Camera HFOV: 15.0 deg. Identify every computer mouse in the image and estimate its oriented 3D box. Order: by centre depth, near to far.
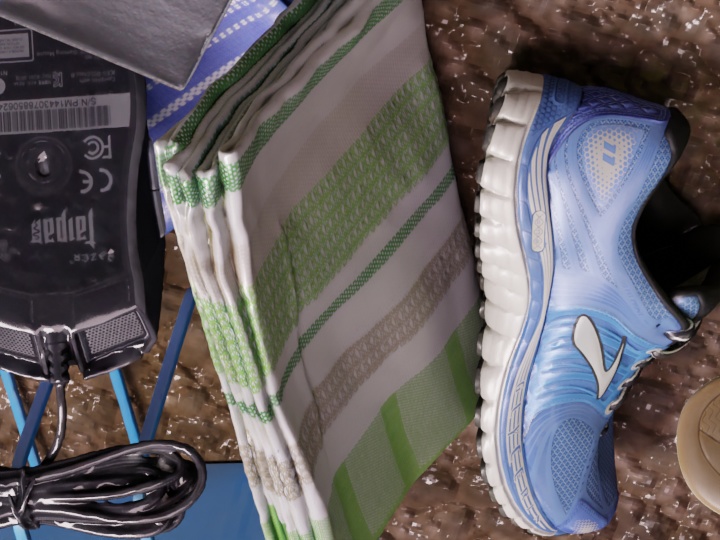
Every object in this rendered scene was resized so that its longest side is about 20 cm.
[{"bbox_3d":[-0.131,-0.001,0.959,0.140,0.046,0.201,-9,91,7],"label":"computer mouse"}]

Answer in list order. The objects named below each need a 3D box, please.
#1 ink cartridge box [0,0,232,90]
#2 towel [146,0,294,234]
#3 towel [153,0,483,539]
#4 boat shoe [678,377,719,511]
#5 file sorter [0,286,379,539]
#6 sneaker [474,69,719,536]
[{"bbox_3d":[-0.098,-0.177,0.827,0.197,0.047,0.200,21,116,-18],"label":"ink cartridge box"},{"bbox_3d":[-0.109,-0.093,0.965,0.145,0.024,0.200,-32,118,32],"label":"towel"},{"bbox_3d":[0.000,0.000,0.940,0.031,0.149,0.201,11,133,31],"label":"towel"},{"bbox_3d":[0.215,0.058,0.987,0.199,0.072,0.065,-8,173,6],"label":"boat shoe"},{"bbox_3d":[-0.105,0.085,1.043,0.199,0.139,0.123,-3,127,13],"label":"file sorter"},{"bbox_3d":[0.089,0.021,0.990,0.089,0.079,0.201,5,131,10],"label":"sneaker"}]
